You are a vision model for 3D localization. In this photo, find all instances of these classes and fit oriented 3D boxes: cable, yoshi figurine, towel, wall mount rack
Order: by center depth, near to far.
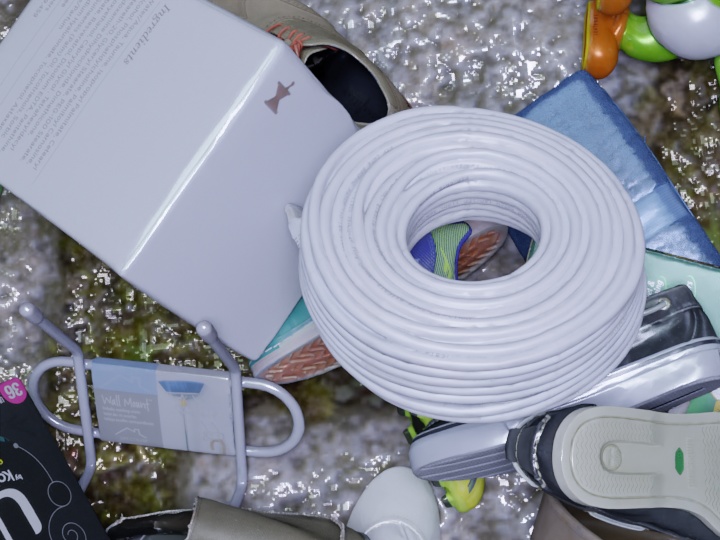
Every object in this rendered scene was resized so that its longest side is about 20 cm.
[{"bbox_3d":[0.064,-0.010,0.749,0.199,0.069,0.201,-11,50,-7],"label":"cable"},{"bbox_3d":[-0.141,0.084,0.864,0.198,0.075,0.175,5,121,10],"label":"wall mount rack"},{"bbox_3d":[0.250,-0.150,0.870,0.198,0.112,0.113,7,99,2],"label":"yoshi figurine"},{"bbox_3d":[0.165,-0.025,0.884,0.111,0.049,0.201,-32,78,7],"label":"towel"}]

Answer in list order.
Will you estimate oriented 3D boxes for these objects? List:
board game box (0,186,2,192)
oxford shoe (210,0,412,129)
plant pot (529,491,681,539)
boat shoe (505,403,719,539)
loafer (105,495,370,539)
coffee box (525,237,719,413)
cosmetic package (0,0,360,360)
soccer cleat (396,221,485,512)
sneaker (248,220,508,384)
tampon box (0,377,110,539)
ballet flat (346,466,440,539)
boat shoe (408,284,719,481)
[{"bbox_3d":[-0.355,0.009,0.972,0.134,0.029,0.201,13,82,10],"label":"board game box"},{"bbox_3d":[-0.043,-0.156,0.930,0.199,0.075,0.071,35,86,13],"label":"oxford shoe"},{"bbox_3d":[0.175,0.238,0.777,0.199,0.200,0.175,21,99,12],"label":"plant pot"},{"bbox_3d":[0.174,0.115,0.747,0.199,0.068,0.072,16,73,-27],"label":"boat shoe"},{"bbox_3d":[-0.086,0.185,0.829,0.199,0.070,0.076,-10,46,28],"label":"loafer"},{"bbox_3d":[0.192,0.050,0.820,0.199,0.044,0.124,13,98,12],"label":"coffee box"},{"bbox_3d":[-0.125,-0.079,0.856,0.200,0.167,0.167,32,85,32],"label":"cosmetic package"},{"bbox_3d":[0.061,0.063,0.846,0.083,0.065,0.201,-18,108,-11],"label":"soccer cleat"},{"bbox_3d":[0.000,0.000,0.902,0.199,0.071,0.080,-34,65,1],"label":"sneaker"},{"bbox_3d":[-0.247,0.199,0.815,0.126,0.150,0.201,-38,81,38],"label":"tampon box"},{"bbox_3d":[0.006,0.227,0.853,0.069,0.069,0.201,20,83,12],"label":"ballet flat"},{"bbox_3d":[0.119,0.069,0.790,0.199,0.072,0.071,-21,66,10],"label":"boat shoe"}]
